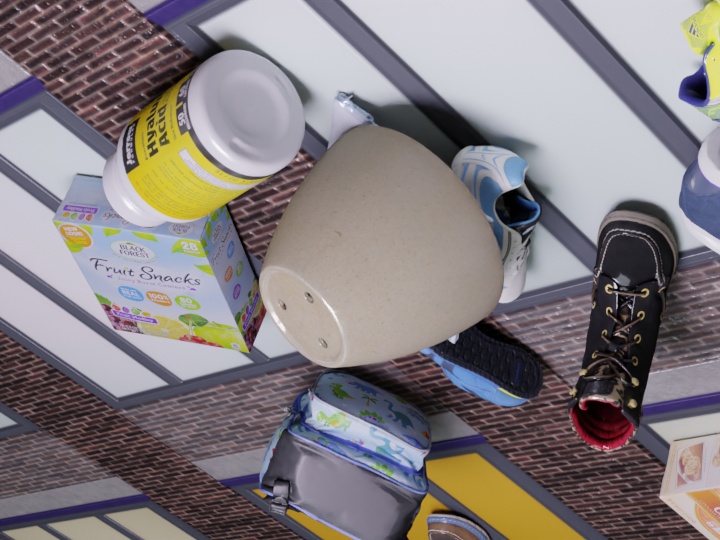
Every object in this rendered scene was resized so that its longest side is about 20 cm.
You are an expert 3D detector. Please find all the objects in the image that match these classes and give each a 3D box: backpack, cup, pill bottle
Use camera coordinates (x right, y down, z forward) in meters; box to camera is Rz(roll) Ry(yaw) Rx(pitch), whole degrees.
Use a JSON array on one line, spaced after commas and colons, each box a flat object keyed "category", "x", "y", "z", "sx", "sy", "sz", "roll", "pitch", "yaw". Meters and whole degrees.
[{"category": "backpack", "x": -0.008, "y": 0.201, "z": 1.662, "sx": 0.183, "sy": 0.147, "sz": 0.200, "roll": 24, "pitch": -171, "yaw": -5}, {"category": "cup", "x": 0.000, "y": 0.000, "z": 1.259, "sx": 0.200, "sy": 0.143, "sz": 0.201, "roll": 34, "pitch": 146, "yaw": 27}, {"category": "pill bottle", "x": -0.146, "y": -0.107, "z": 1.316, "sx": 0.111, "sy": 0.112, "sz": 0.200, "roll": 34, "pitch": 145, "yaw": -23}]

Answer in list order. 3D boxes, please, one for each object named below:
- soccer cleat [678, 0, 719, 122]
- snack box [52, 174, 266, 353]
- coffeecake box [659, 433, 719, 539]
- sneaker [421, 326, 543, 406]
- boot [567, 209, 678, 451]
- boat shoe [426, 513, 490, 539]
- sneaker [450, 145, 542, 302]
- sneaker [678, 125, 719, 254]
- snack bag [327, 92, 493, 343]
[{"category": "soccer cleat", "x": 0.265, "y": -0.172, "z": 1.035, "sx": 0.083, "sy": 0.065, "sz": 0.200, "roll": 16, "pitch": 149, "yaw": 11}, {"category": "snack box", "x": -0.203, "y": -0.005, "z": 1.548, "sx": 0.168, "sy": 0.068, "sz": 0.200, "roll": 8, "pitch": 145, "yaw": 20}, {"category": "coffeecake box", "x": 0.441, "y": 0.231, "z": 1.552, "sx": 0.200, "sy": 0.073, "sz": 0.153, "roll": -18, "pitch": 132, "yaw": 44}, {"category": "sneaker", "x": 0.091, "y": 0.081, "z": 1.521, "sx": 0.200, "sy": 0.066, "sz": 0.078, "roll": 34, "pitch": 150, "yaw": -23}, {"category": "boot", "x": 0.229, "y": 0.055, "z": 1.321, "sx": 0.073, "sy": 0.151, "sz": 0.200, "roll": 12, "pitch": 148, "yaw": 11}, {"category": "boat shoe", "x": 0.137, "y": 0.388, "z": 1.962, "sx": 0.072, "sy": 0.073, "sz": 0.200, "roll": -2, "pitch": 142, "yaw": 31}, {"category": "sneaker", "x": 0.126, "y": -0.032, "z": 1.318, "sx": 0.072, "sy": 0.072, "sz": 0.200, "roll": 17, "pitch": 151, "yaw": 25}, {"category": "sneaker", "x": 0.351, "y": -0.049, "z": 1.175, "sx": 0.199, "sy": 0.081, "sz": 0.147, "roll": 11, "pitch": 156, "yaw": 8}, {"category": "snack bag", "x": 0.034, "y": -0.042, "z": 1.331, "sx": 0.188, "sy": 0.021, "sz": 0.200, "roll": 41, "pitch": 152, "yaw": 16}]
